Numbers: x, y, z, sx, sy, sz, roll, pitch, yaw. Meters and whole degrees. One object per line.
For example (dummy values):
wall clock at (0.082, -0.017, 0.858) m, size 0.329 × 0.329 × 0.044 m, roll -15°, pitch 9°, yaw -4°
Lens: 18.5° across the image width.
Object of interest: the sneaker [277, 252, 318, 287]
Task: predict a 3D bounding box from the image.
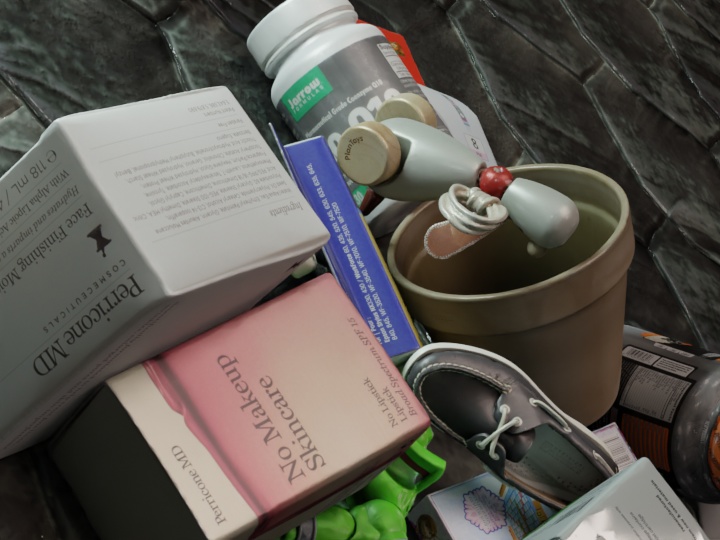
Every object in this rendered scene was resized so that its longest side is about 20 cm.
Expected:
sneaker at (-0.082, -0.024, 1.693) m, size 0.200 × 0.084 × 0.075 m, roll -83°, pitch 149°, yaw -83°

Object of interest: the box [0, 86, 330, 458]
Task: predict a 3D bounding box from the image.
box at (-0.162, 0.000, 1.404) m, size 0.131 × 0.199 × 0.200 m, roll 55°, pitch 28°, yaw 8°

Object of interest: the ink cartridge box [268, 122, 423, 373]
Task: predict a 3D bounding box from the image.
ink cartridge box at (0.000, 0.000, 1.706) m, size 0.200 × 0.047 × 0.198 m, roll 72°, pitch -5°, yaw -66°

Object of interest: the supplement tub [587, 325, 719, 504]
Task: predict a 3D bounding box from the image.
supplement tub at (0.270, 0.124, 1.869) m, size 0.122 × 0.123 × 0.200 m, roll 25°, pitch -3°, yaw -39°

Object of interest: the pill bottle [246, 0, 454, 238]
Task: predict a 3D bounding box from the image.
pill bottle at (-0.005, -0.137, 1.882) m, size 0.200 × 0.113 × 0.113 m, roll 56°, pitch 29°, yaw 10°

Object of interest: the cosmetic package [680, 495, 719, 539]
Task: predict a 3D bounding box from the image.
cosmetic package at (0.326, 0.194, 1.960) m, size 0.200 × 0.081 × 0.113 m, roll -91°, pitch 174°, yaw -49°

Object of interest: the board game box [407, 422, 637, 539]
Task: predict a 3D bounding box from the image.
board game box at (0.165, 0.235, 1.694) m, size 0.199 × 0.041 × 0.200 m, roll -16°, pitch 68°, yaw -35°

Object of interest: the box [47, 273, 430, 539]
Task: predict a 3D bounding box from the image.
box at (-0.077, 0.107, 1.431) m, size 0.200 × 0.109 × 0.128 m, roll -26°, pitch 77°, yaw -39°

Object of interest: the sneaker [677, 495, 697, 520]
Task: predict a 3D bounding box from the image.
sneaker at (0.208, 0.236, 1.812) m, size 0.200 × 0.075 × 0.106 m, roll 13°, pitch 52°, yaw -38°

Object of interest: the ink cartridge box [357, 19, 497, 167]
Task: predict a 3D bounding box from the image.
ink cartridge box at (0.036, -0.170, 2.048) m, size 0.162 × 0.057 × 0.200 m, roll 15°, pitch 49°, yaw -47°

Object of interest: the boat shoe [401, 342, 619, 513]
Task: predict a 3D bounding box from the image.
boat shoe at (0.116, 0.125, 1.644) m, size 0.200 × 0.074 × 0.060 m, roll 38°, pitch 14°, yaw -23°

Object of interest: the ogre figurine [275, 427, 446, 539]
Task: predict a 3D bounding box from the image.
ogre figurine at (-0.010, 0.136, 1.578) m, size 0.120 × 0.098 × 0.200 m, roll 31°, pitch 21°, yaw -12°

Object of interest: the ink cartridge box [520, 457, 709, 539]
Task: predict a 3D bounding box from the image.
ink cartridge box at (0.130, 0.235, 1.551) m, size 0.200 × 0.147 × 0.083 m, roll -34°, pitch 85°, yaw -39°

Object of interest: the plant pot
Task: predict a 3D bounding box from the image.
plant pot at (0.137, 0.037, 1.805) m, size 0.200 × 0.200 × 0.174 m, roll -73°, pitch 151°, yaw -57°

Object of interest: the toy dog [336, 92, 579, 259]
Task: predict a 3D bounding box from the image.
toy dog at (0.065, -0.055, 1.732) m, size 0.132 × 0.096 × 0.200 m, roll -12°, pitch 41°, yaw -38°
